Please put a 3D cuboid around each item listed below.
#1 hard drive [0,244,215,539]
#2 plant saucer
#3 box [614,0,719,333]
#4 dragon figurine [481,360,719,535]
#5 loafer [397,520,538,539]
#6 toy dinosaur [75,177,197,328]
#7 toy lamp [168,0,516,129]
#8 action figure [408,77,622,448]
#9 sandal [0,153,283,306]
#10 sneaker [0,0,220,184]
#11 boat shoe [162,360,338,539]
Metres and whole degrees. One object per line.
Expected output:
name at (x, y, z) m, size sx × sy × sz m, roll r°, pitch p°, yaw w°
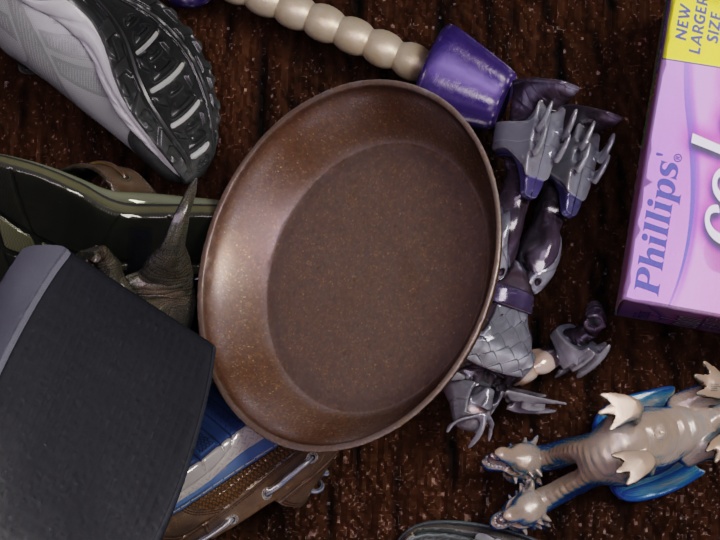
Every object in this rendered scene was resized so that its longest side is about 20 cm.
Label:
hard drive at (-0.147, 0.090, 1.275) m, size 0.135 × 0.042 × 0.201 m, roll 34°, pitch 52°, yaw -19°
plant saucer at (0.000, 0.000, 1.338) m, size 0.199 × 0.037 × 0.202 m, roll -12°, pitch 69°, yaw 34°
box at (0.250, -0.049, 1.379) m, size 0.198 × 0.097 × 0.177 m, roll 10°, pitch 85°, yaw 5°
dragon figurine at (0.162, 0.092, 1.388) m, size 0.199 × 0.099 × 0.059 m, roll -15°, pitch 81°, yaw -18°
loafer at (0.107, 0.192, 1.378) m, size 0.199 × 0.063 × 0.072 m, roll 26°, pitch 86°, yaw 6°
toy dinosaur at (-0.136, 0.038, 1.393) m, size 0.077 × 0.102 × 0.201 m, roll 27°, pitch 93°, yaw 48°
toy lamp at (-0.008, -0.135, 1.426) m, size 0.199 × 0.058 × 0.059 m, roll 26°, pitch 86°, yaw 7°
action figure at (0.084, -0.001, 1.383) m, size 0.069 × 0.130 × 0.201 m, roll 9°, pitch 81°, yaw 50°
sandal at (-0.138, -0.024, 1.423) m, size 0.199 × 0.058 × 0.080 m, roll 11°, pitch 123°, yaw -11°
sneaker at (-0.156, -0.129, 1.434) m, size 0.200 × 0.079 × 0.074 m, roll 49°, pitch 44°, yaw -4°
boat shoe at (-0.050, 0.091, 1.395) m, size 0.199 × 0.073 × 0.072 m, roll -27°, pitch 39°, yaw -19°
